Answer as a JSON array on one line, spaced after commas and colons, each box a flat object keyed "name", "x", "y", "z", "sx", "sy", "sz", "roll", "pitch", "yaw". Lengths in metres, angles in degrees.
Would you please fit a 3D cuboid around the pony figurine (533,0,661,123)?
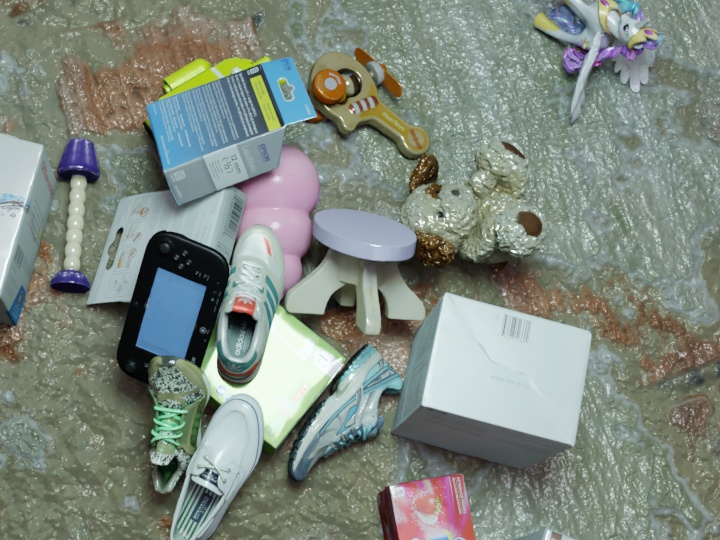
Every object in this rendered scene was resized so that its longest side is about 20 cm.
[{"name": "pony figurine", "x": 0.337, "y": -0.332, "z": 1.613, "sx": 0.166, "sy": 0.194, "sz": 0.200, "roll": -34, "pitch": 62, "yaw": -20}]

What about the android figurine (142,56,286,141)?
[{"name": "android figurine", "x": -0.190, "y": -0.223, "z": 1.533, "sx": 0.199, "sy": 0.041, "sz": 0.182, "roll": -33, "pitch": 55, "yaw": -14}]

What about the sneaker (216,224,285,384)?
[{"name": "sneaker", "x": -0.131, "y": 0.034, "z": 1.369, "sx": 0.070, "sy": 0.093, "sz": 0.202, "roll": 12, "pitch": 75, "yaw": -4}]

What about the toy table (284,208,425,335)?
[{"name": "toy table", "x": 0.000, "y": 0.000, "z": 1.432, "sx": 0.182, "sy": 0.200, "sz": 0.118, "roll": 7, "pitch": 103, "yaw": -3}]

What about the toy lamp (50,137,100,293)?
[{"name": "toy lamp", "x": -0.373, "y": -0.074, "z": 1.477, "sx": 0.058, "sy": 0.058, "sz": 0.202, "roll": 3, "pitch": 72, "yaw": -8}]

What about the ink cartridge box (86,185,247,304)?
[{"name": "ink cartridge box", "x": -0.248, "y": -0.024, "z": 1.445, "sx": 0.050, "sy": 0.199, "sz": 0.163, "roll": 36, "pitch": 58, "yaw": -44}]

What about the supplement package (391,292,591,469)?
[{"name": "supplement package", "x": 0.159, "y": 0.143, "z": 1.418, "sx": 0.190, "sy": 0.200, "sz": 0.148, "roll": 16, "pitch": 71, "yaw": -4}]

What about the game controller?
[{"name": "game controller", "x": -0.222, "y": 0.052, "z": 1.339, "sx": 0.104, "sy": 0.042, "sz": 0.201, "roll": 25, "pitch": 115, "yaw": 11}]

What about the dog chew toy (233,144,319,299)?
[{"name": "dog chew toy", "x": -0.115, "y": -0.061, "z": 1.484, "sx": 0.123, "sy": 0.125, "sz": 0.202, "roll": 2, "pitch": 81, "yaw": -8}]

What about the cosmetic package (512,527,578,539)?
[{"name": "cosmetic package", "x": 0.213, "y": 0.376, "z": 1.355, "sx": 0.073, "sy": 0.200, "sz": 0.102, "roll": 21, "pitch": 72, "yaw": -2}]

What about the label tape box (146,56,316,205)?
[{"name": "label tape box", "x": -0.158, "y": -0.180, "z": 1.423, "sx": 0.198, "sy": 0.066, "sz": 0.144, "roll": -19, "pitch": 46, "yaw": -4}]

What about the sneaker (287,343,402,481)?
[{"name": "sneaker", "x": -0.016, "y": 0.193, "z": 1.442, "sx": 0.086, "sy": 0.078, "sz": 0.201, "roll": 37, "pitch": 72, "yaw": 0}]

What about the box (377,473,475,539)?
[{"name": "box", "x": 0.090, "y": 0.361, "z": 1.396, "sx": 0.099, "sy": 0.096, "sz": 0.202, "roll": -7, "pitch": 74, "yaw": -12}]

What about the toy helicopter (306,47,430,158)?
[{"name": "toy helicopter", "x": 0.018, "y": -0.234, "z": 1.590, "sx": 0.199, "sy": 0.079, "sz": 0.133, "roll": 36, "pitch": 62, "yaw": -8}]

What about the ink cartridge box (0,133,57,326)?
[{"name": "ink cartridge box", "x": -0.479, "y": -0.058, "z": 1.407, "sx": 0.143, "sy": 0.147, "sz": 0.202, "roll": 13, "pitch": 71, "yaw": -4}]

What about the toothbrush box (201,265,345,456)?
[{"name": "toothbrush box", "x": -0.141, "y": 0.114, "z": 1.440, "sx": 0.200, "sy": 0.086, "sz": 0.146, "roll": 38, "pitch": 73, "yaw": 3}]

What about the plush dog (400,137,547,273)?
[{"name": "plush dog", "x": 0.136, "y": -0.068, "z": 1.501, "sx": 0.170, "sy": 0.161, "sz": 0.201, "roll": 6, "pitch": 47, "yaw": -12}]

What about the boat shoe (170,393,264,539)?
[{"name": "boat shoe", "x": -0.172, "y": 0.247, "z": 1.358, "sx": 0.073, "sy": 0.067, "sz": 0.202, "roll": 21, "pitch": 101, "yaw": 9}]

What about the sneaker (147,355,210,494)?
[{"name": "sneaker", "x": -0.222, "y": 0.188, "z": 1.341, "sx": 0.076, "sy": 0.201, "sz": 0.089, "roll": 6, "pitch": 38, "yaw": 2}]
